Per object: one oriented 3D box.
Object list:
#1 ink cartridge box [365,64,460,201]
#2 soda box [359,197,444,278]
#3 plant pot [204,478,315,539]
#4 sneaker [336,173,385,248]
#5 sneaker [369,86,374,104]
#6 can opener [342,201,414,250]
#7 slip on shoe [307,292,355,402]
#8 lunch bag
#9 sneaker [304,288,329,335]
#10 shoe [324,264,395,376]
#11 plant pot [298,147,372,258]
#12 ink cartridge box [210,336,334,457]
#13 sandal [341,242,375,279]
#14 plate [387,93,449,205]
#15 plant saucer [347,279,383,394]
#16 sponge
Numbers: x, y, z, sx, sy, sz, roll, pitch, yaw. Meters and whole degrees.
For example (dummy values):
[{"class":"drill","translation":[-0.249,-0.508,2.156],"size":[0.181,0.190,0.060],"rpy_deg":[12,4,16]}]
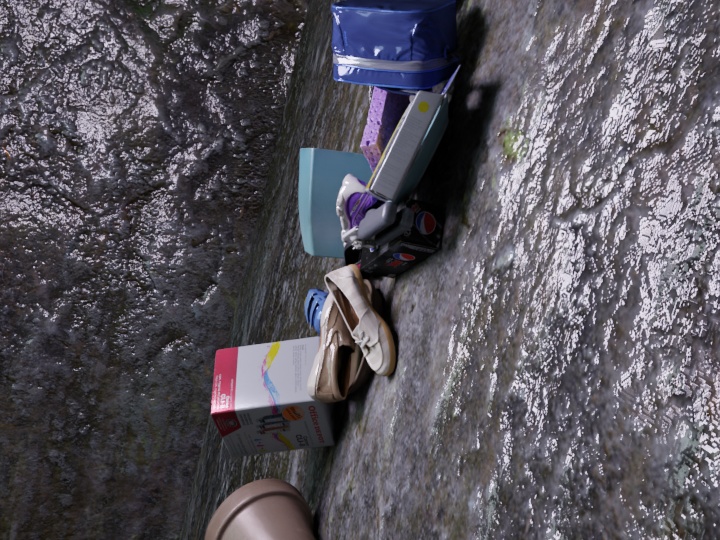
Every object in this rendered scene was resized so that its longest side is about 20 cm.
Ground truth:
[{"class":"ink cartridge box","translation":[0.070,-0.195,1.205],"size":[0.198,0.047,0.202],"rpy_deg":[-99,33,-86]},{"class":"soda box","translation":[0.060,-0.046,1.289],"size":[0.200,0.062,0.072],"rpy_deg":[146,135,-68]},{"class":"plant pot","translation":[-0.143,0.485,1.434],"size":[0.174,0.198,0.203],"rpy_deg":[27,104,55]},{"class":"sneaker","translation":[0.013,-0.080,1.421],"size":[0.200,0.082,0.081],"rpy_deg":[70,-139,-64]},{"class":"sneaker","translation":[0.066,-0.378,1.566],"size":[0.080,0.073,0.203],"rpy_deg":[141,146,-90]},{"class":"can opener","translation":[0.023,-0.068,1.219],"size":[0.200,0.052,0.067],"rpy_deg":[160,123,-72]},{"class":"slip on shoe","translation":[-0.035,0.122,1.414],"size":[0.060,0.076,0.202],"rpy_deg":[0,64,34]},{"class":"lunch bag","translation":[0.059,-0.338,1.279],"size":[0.136,0.198,0.134],"rpy_deg":[-36,-48,-50]},{"class":"sneaker","translation":[-0.070,0.077,1.556],"size":[0.200,0.081,0.075],"rpy_deg":[-30,-41,-85]},{"class":"shoe","translation":[-0.003,0.080,1.327],"size":[0.202,0.053,0.070],"rpy_deg":[66,146,30]},{"class":"plant pot","translation":[-0.050,-0.129,1.641],"size":[0.141,0.139,0.203],"rpy_deg":[-149,65,-75]},{"class":"ink cartridge box","translation":[-0.151,0.228,1.519],"size":[0.146,0.197,0.146],"rpy_deg":[-94,-7,-45]},{"class":"sandal","translation":[0.000,0.000,1.477],"size":[0.201,0.074,0.046],"rpy_deg":[114,157,-61]},{"class":"plate","translation":[0.092,-0.173,1.271],"size":[0.202,0.025,0.200],"rpy_deg":[-62,2,4]},{"class":"plant saucer","translation":[-0.002,0.116,1.455],"size":[0.200,0.029,0.203],"rpy_deg":[-168,90,-76]},{"class":"sponge","translation":[0.047,-0.236,1.394],"size":[0.112,0.029,0.202],"rpy_deg":[60,-148,-45]}]
